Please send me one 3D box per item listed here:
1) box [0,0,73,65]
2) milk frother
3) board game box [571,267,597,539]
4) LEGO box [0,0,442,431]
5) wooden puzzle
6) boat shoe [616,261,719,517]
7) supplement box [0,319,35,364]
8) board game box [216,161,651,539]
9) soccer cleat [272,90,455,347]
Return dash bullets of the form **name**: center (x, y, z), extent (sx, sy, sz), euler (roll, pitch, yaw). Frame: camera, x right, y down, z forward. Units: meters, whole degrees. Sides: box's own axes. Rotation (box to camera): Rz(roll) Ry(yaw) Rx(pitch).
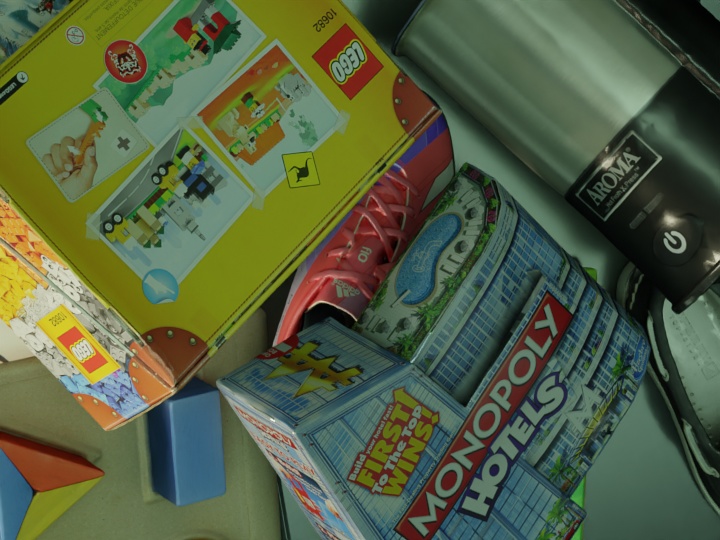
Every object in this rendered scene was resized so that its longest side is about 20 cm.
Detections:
- **box**: center (-0.113, -0.093, 1.084), extent (0.200, 0.040, 0.137), euler (43, 58, -11)
- **milk frother**: center (0.154, -0.116, 1.111), extent (0.188, 0.200, 0.181), euler (44, 116, 4)
- **board game box**: center (0.065, 0.096, 1.159), extent (0.095, 0.030, 0.200), euler (4, 84, -8)
- **LEGO box**: center (-0.084, -0.055, 1.017), extent (0.149, 0.077, 0.200), euler (48, 58, -8)
- **wooden puzzle**: center (-0.114, 0.125, 1.095), extent (0.200, 0.046, 0.185), euler (-14, 109, -34)
- **boat shoe**: center (0.199, 0.076, 1.173), extent (0.074, 0.060, 0.200), euler (-29, 101, -2)
- **supplement box**: center (-0.227, 0.027, 1.104), extent (0.200, 0.074, 0.126), euler (-41, 102, 0)
- **board game box**: center (0.036, 0.064, 1.058), extent (0.200, 0.062, 0.200), euler (-56, 135, -7)
- **soccer cleat**: center (0.000, 0.000, 1.109), extent (0.068, 0.073, 0.200), euler (17, 78, 6)
